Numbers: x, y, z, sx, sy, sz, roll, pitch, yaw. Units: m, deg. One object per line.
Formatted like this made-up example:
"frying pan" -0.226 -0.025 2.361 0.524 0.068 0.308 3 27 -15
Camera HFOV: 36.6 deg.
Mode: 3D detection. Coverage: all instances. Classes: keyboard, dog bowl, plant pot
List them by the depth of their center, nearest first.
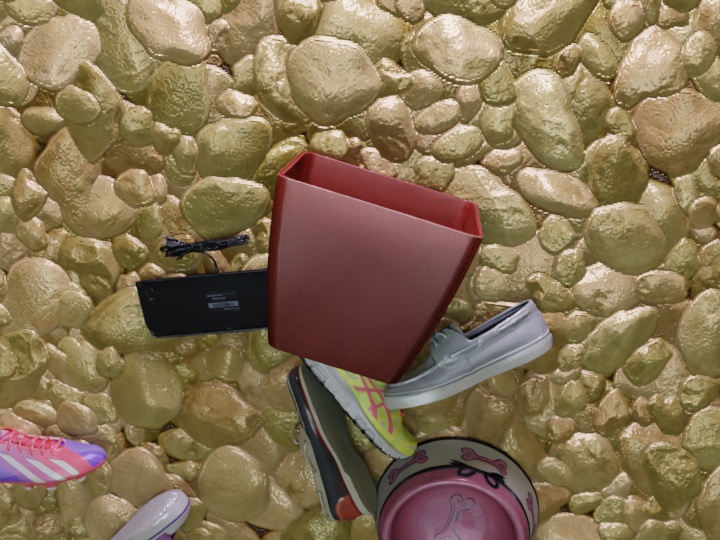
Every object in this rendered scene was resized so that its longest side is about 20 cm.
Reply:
"plant pot" 0.000 0.000 1.111 0.200 0.200 0.176 18 103 0
"keyboard" -0.159 0.013 1.242 0.200 0.021 0.127 -5 114 8
"dog bowl" 0.110 0.301 1.280 0.200 0.074 0.200 2 109 7

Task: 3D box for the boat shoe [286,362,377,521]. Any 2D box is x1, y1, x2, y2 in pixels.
"boat shoe" -0.045 0.203 1.268 0.063 0.071 0.200 -18 103 25

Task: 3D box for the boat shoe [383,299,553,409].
"boat shoe" 0.111 0.089 1.201 0.201 0.070 0.072 -23 96 -5

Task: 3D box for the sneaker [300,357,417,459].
"sneaker" 0.015 0.131 1.235 0.090 0.078 0.200 -40 113 -6

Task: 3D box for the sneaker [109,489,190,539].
"sneaker" -0.247 0.355 1.348 0.114 0.073 0.200 40 119 -11

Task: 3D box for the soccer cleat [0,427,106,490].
"soccer cleat" -0.408 0.223 1.322 0.200 0.067 0.077 -7 103 12
